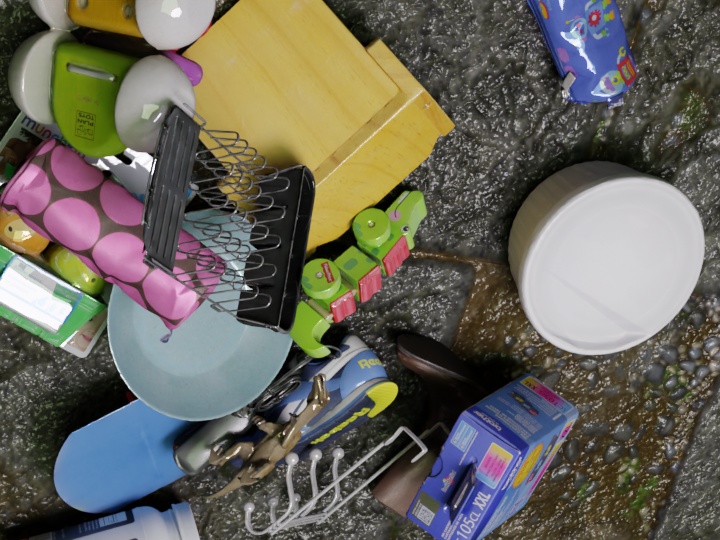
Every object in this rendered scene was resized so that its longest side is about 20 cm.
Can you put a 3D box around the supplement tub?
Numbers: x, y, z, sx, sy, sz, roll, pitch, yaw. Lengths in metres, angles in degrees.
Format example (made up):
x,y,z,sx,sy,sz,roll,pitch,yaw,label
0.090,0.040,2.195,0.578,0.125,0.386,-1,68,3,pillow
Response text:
x,y,z,sx,sy,sz,roll,pitch,yaw,label
-0.258,0.323,1.557,0.200,0.140,0.140,-14,119,-10,supplement tub

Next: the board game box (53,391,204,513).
x,y,z,sx,sy,sz,roll,pitch,yaw,label
-0.222,0.165,1.543,0.200,0.039,0.158,-27,143,-14,board game box

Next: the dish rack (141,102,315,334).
x,y,z,sx,sy,sz,roll,pitch,yaw,label
-0.111,-0.045,1.276,0.055,0.154,0.200,-2,160,25,dish rack

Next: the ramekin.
x,y,z,sx,sy,sz,roll,pitch,yaw,label
0.244,-0.021,1.573,0.202,0.094,0.203,-8,117,-15,ramekin

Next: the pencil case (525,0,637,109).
x,y,z,sx,sy,sz,roll,pitch,yaw,label
0.199,-0.249,1.452,0.087,0.078,0.200,-41,122,-22,pencil case

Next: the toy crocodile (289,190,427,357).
x,y,z,sx,sy,sz,roll,pitch,yaw,label
0.000,0.000,1.495,0.200,0.062,0.068,-45,154,-19,toy crocodile

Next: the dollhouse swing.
x,y,z,sx,sy,sz,roll,pitch,yaw,label
-0.055,-0.151,1.447,0.200,0.176,0.182,-43,162,5,dollhouse swing

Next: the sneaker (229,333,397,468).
x,y,z,sx,sy,sz,roll,pitch,yaw,label
-0.056,0.140,1.575,0.200,0.082,0.074,-32,158,17,sneaker

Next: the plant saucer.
x,y,z,sx,sy,sz,roll,pitch,yaw,label
-0.155,0.041,1.446,0.201,0.039,0.201,-4,97,-32,plant saucer

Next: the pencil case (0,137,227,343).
x,y,z,sx,sy,sz,roll,pitch,yaw,label
-0.219,-0.029,1.332,0.200,0.094,0.091,39,81,-12,pencil case

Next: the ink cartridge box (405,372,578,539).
x,y,z,sx,sy,sz,roll,pitch,yaw,label
0.129,0.198,1.538,0.200,0.076,0.137,-17,138,-59,ink cartridge box

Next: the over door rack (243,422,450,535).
x,y,z,sx,sy,sz,roll,pitch,yaw,label
-0.012,0.199,1.541,0.200,0.148,0.067,-29,78,15,over door rack

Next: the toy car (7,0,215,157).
x,y,z,sx,sy,sz,roll,pitch,yaw,label
-0.197,-0.196,1.320,0.150,0.175,0.200,-4,107,-61,toy car

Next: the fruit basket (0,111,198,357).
x,y,z,sx,sy,sz,roll,pitch,yaw,label
-0.273,-0.038,1.401,0.185,0.094,0.200,34,98,-29,fruit basket

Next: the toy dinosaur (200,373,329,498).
x,y,z,sx,sy,sz,roll,pitch,yaw,label
-0.100,0.185,1.497,0.200,0.058,0.101,-45,161,19,toy dinosaur

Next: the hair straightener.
x,y,z,sx,sy,sz,roll,pitch,yaw,label
-0.102,0.138,1.512,0.200,0.077,0.041,-34,100,1,hair straightener

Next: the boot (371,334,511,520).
x,y,z,sx,sy,sz,roll,pitch,yaw,label
0.058,0.180,1.635,0.186,0.064,0.200,29,108,-30,boot
